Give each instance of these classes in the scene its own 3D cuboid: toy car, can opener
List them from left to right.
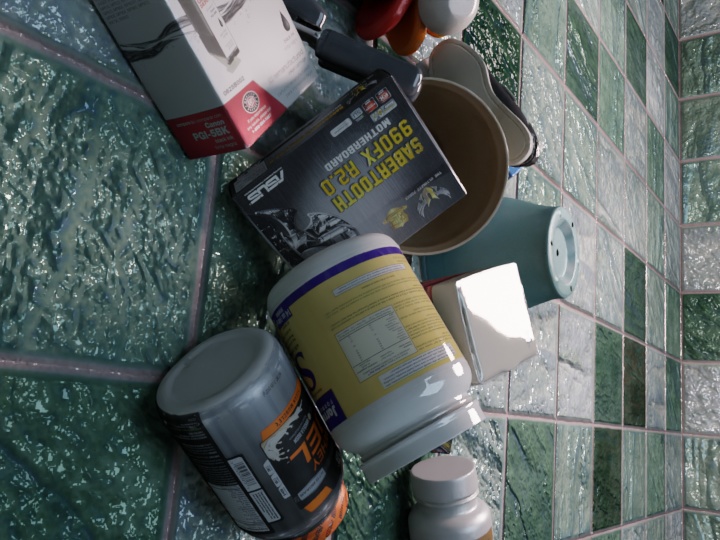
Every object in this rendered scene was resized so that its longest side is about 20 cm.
[{"bbox_3d":[-0.021,-0.249,0.749,0.053,0.200,0.067,41,73,-86],"label":"can opener"},{"bbox_3d":[0.040,-0.369,0.888,0.150,0.175,0.200,-35,123,-9],"label":"toy car"}]

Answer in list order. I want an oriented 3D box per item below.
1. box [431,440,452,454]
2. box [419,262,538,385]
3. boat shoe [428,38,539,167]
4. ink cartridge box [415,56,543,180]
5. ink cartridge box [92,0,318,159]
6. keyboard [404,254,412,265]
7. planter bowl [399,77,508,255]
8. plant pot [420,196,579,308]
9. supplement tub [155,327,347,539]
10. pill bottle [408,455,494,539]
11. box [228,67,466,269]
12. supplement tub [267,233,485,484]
[{"bbox_3d":[0.081,0.154,0.977,0.200,0.038,0.137,47,51,-42],"label":"box"},{"bbox_3d":[0.076,0.068,0.794,0.128,0.200,0.109,-14,90,-48],"label":"box"},{"bbox_3d":[0.159,-0.212,0.893,0.200,0.074,0.060,55,24,21],"label":"boat shoe"},{"bbox_3d":[0.149,-0.210,0.995,0.200,0.084,0.145,51,40,-1],"label":"ink cartridge box"},{"bbox_3d":[-0.143,-0.229,0.654,0.147,0.083,0.200,-57,132,-39],"label":"ink cartridge box"},{"bbox_3d":[0.000,0.000,0.892,0.200,0.040,0.104,-12,119,-55],"label":"keyboard"},{"bbox_3d":[0.062,-0.128,0.856,0.135,0.200,0.201,-134,-149,-75],"label":"planter bowl"},{"bbox_3d":[0.220,-0.024,1.060,0.200,0.188,0.201,8,80,-54],"label":"plant pot"},{"bbox_3d":[-0.092,0.164,0.660,0.123,0.122,0.200,-54,129,-42],"label":"supplement tub"},{"bbox_3d":[0.124,0.364,0.956,0.114,0.114,0.200,-15,100,-54],"label":"pill bottle"},{"bbox_3d":[-0.012,-0.086,0.736,0.158,0.200,0.048,52,4,-29],"label":"box"},{"bbox_3d":[0.015,0.082,0.666,0.145,0.145,0.200,-7,63,-55],"label":"supplement tub"}]
